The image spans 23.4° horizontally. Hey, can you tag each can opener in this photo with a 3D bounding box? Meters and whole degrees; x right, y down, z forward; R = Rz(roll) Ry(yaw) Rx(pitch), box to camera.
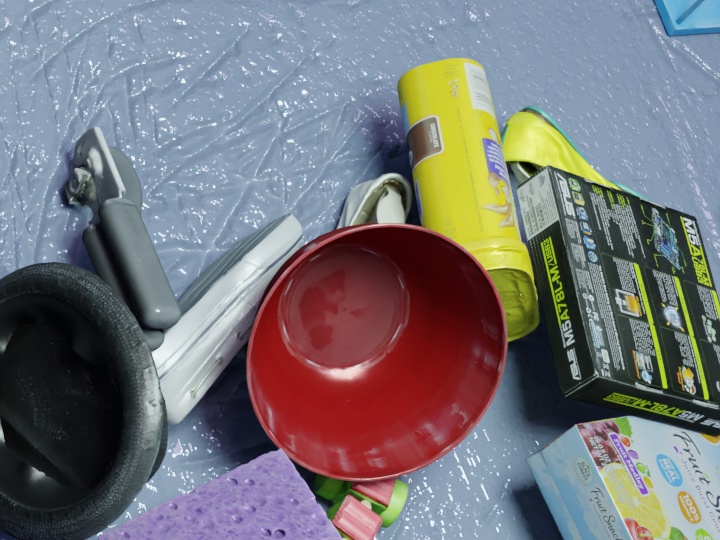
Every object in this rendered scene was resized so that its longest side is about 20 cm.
[{"bbox_3d":[-0.172,-0.026,1.318,0.066,0.053,0.201,6,45,-40],"label":"can opener"}]

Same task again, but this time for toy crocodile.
[{"bbox_3d":[-0.007,0.191,1.317,0.067,0.062,0.201,32,54,-11],"label":"toy crocodile"}]

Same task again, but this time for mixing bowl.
[{"bbox_3d":[0.000,0.045,1.311,0.198,0.108,0.202,-5,110,-15],"label":"mixing bowl"}]

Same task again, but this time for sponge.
[{"bbox_3d":[-0.117,0.206,1.203,0.199,0.030,0.112,-24,44,-18],"label":"sponge"}]

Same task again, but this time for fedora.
[{"bbox_3d":[-0.202,0.096,1.228,0.091,0.199,0.202,22,48,-61],"label":"fedora"}]

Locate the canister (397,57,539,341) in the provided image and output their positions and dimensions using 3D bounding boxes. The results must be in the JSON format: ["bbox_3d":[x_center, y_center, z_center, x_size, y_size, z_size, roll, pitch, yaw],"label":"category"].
[{"bbox_3d":[0.088,-0.057,1.447,0.086,0.149,0.202,-12,63,5],"label":"canister"}]

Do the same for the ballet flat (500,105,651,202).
[{"bbox_3d":[0.198,-0.064,1.559,0.200,0.067,0.067,39,70,-19],"label":"ballet flat"}]

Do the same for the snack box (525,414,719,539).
[{"bbox_3d":[0.246,0.202,1.408,0.199,0.068,0.170,-2,61,-50],"label":"snack box"}]

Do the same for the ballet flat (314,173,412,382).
[{"bbox_3d":[0.000,0.000,1.418,0.069,0.069,0.201,26,56,-14],"label":"ballet flat"}]

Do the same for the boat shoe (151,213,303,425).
[{"bbox_3d":[-0.105,0.039,1.348,0.200,0.073,0.067,-45,106,-28],"label":"boat shoe"}]

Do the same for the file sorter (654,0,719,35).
[{"bbox_3d":[0.362,-0.359,1.764,0.138,0.123,0.202,-8,70,-31],"label":"file sorter"}]

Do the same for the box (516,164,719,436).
[{"bbox_3d":[0.227,0.026,1.446,0.192,0.047,0.202,17,52,-39],"label":"box"}]
